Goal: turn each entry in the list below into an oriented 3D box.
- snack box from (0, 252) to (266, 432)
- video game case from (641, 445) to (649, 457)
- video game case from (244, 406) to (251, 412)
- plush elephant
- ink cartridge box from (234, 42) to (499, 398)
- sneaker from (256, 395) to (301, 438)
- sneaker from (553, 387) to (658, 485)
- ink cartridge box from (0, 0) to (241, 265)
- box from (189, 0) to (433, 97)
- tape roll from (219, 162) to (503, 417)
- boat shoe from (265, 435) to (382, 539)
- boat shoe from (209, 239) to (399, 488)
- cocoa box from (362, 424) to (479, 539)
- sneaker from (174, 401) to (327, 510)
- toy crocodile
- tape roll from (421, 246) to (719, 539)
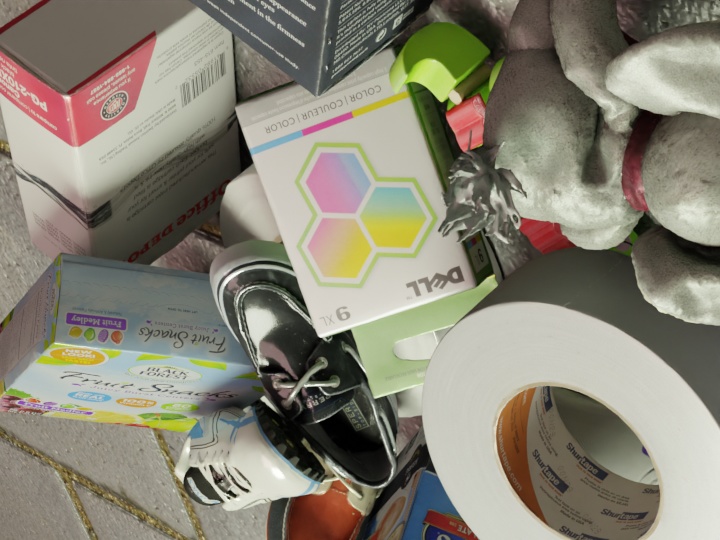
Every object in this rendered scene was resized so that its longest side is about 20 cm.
[{"bbox_3d":[-0.153,0.056,1.243,0.168,0.068,0.200,8,159,-21],"label":"snack box"},{"bbox_3d":[0.251,0.069,0.948,0.181,0.045,0.201,33,140,24],"label":"video game case"},{"bbox_3d":[-0.095,0.124,1.451,0.200,0.023,0.182,44,171,22],"label":"video game case"},{"bbox_3d":[0.142,-0.067,0.854,0.154,0.200,0.166,13,131,20],"label":"plush elephant"},{"bbox_3d":[0.012,-0.023,1.067,0.103,0.059,0.201,-18,96,18],"label":"ink cartridge box"},{"bbox_3d":[-0.070,0.076,1.391,0.083,0.072,0.201,13,135,48],"label":"sneaker"},{"bbox_3d":[0.152,0.101,1.134,0.199,0.073,0.112,24,-171,-4],"label":"sneaker"},{"bbox_3d":[-0.159,-0.102,1.220,0.084,0.145,0.201,35,148,25],"label":"ink cartridge box"},{"bbox_3d":[-0.034,-0.219,0.952,0.148,0.104,0.200,39,149,18],"label":"box"},{"bbox_3d":[0.000,0.000,1.205,0.202,0.071,0.203,33,147,25],"label":"tape roll"},{"bbox_3d":[-0.012,0.136,1.263,0.071,0.201,0.063,26,141,-6],"label":"boat shoe"},{"bbox_3d":[-0.030,0.064,1.132,0.068,0.071,0.200,-100,-16,-49],"label":"boat shoe"},{"bbox_3d":[0.070,0.201,1.250,0.133,0.132,0.200,24,151,-5],"label":"cocoa box"},{"bbox_3d":[-0.076,0.129,1.181,0.072,0.072,0.200,48,166,-7],"label":"sneaker"},{"bbox_3d":[0.096,-0.057,1.013,0.200,0.062,0.067,52,151,-8],"label":"toy crocodile"},{"bbox_3d":[0.132,0.091,0.985,0.199,0.066,0.201,21,128,29],"label":"tape roll"}]
